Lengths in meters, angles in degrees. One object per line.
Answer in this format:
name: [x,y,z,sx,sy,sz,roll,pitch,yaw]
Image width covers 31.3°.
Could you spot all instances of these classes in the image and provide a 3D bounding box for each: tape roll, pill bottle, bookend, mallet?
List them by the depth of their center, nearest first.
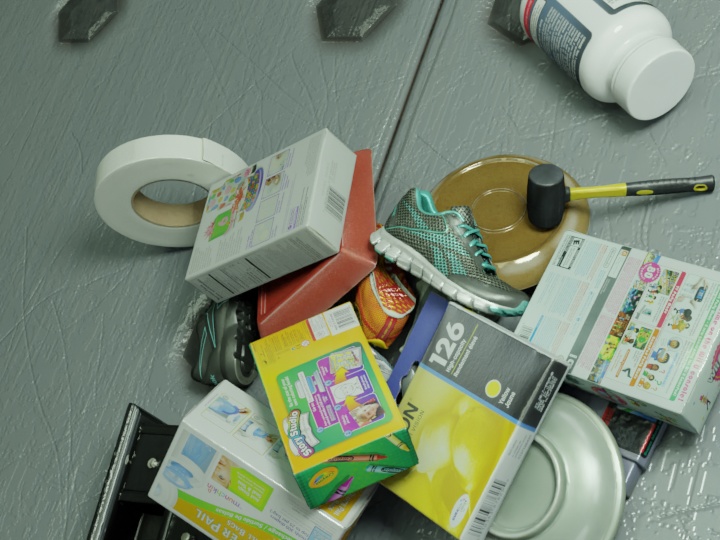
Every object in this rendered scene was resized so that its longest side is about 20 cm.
mallet: [0.273,-0.092,1.357,0.199,0.066,0.041,-10,43,8]
bookend: [-0.188,0.263,1.443,0.199,0.092,0.200,0,64,30]
pill bottle: [0.279,-0.260,1.446,0.119,0.120,0.200,-40,50,5]
tape roll: [-0.233,-0.097,1.609,0.202,0.203,0.037,-17,55,22]

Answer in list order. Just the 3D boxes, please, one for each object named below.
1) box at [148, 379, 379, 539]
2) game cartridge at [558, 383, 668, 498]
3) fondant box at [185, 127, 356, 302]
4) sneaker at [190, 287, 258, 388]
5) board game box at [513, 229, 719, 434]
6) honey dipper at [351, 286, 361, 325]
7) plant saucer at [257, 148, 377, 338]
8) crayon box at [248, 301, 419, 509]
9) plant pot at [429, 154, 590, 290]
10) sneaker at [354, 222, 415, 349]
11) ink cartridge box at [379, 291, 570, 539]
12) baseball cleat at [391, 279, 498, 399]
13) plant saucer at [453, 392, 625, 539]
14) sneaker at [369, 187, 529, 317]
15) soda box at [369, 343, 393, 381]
box: [-0.099,0.226,1.328,0.199,0.101,0.113,31,118,9]
game cartridge: [0.259,0.116,1.297,0.129,0.038,0.201,17,73,41]
fondant box: [-0.104,-0.061,1.481,0.199,0.058,0.145,-21,45,36]
sneaker: [-0.163,0.047,1.565,0.079,0.075,0.201,-10,59,29]
board game box: [0.266,0.056,1.267,0.199,0.064,0.148,19,75,39]
honey dipper: [0.000,0.000,1.522,0.038,0.038,0.201,-11,55,26]
plant saucer: [-0.060,-0.029,1.503,0.199,0.037,0.201,-41,33,32]
crayon box: [-0.030,0.132,1.299,0.118,0.058,0.200,-22,41,-2]
plant pot: [0.154,-0.061,1.429,0.199,0.028,0.201,-9,50,10]
sneaker: [0.017,0.010,1.458,0.077,0.073,0.200,-59,14,30]
ink cartridge box: [0.086,0.139,1.288,0.200,0.047,0.198,28,93,41]
baseball cleat: [0.099,0.071,1.395,0.106,0.070,0.201,-6,62,29]
plant saucer: [0.161,0.213,1.264,0.199,0.050,0.201,-12,68,32]
sneaker: [0.101,-0.022,1.348,0.200,0.077,0.092,32,100,29]
soda box: [-0.053,0.158,1.425,0.068,0.064,0.200,44,91,1]
